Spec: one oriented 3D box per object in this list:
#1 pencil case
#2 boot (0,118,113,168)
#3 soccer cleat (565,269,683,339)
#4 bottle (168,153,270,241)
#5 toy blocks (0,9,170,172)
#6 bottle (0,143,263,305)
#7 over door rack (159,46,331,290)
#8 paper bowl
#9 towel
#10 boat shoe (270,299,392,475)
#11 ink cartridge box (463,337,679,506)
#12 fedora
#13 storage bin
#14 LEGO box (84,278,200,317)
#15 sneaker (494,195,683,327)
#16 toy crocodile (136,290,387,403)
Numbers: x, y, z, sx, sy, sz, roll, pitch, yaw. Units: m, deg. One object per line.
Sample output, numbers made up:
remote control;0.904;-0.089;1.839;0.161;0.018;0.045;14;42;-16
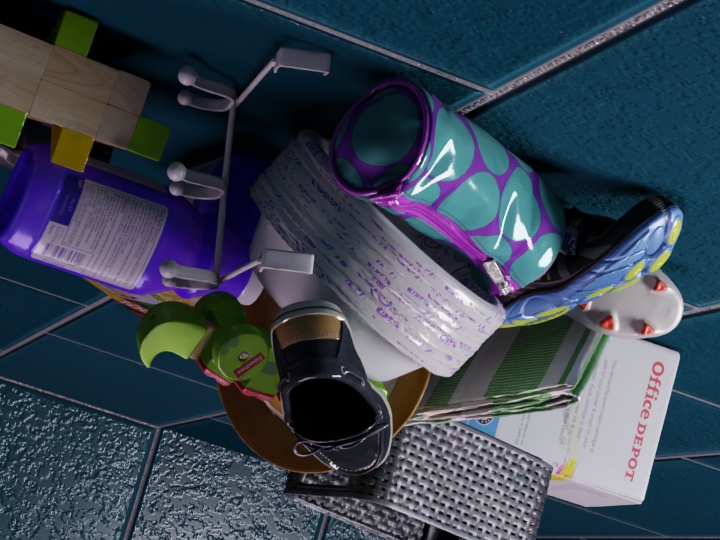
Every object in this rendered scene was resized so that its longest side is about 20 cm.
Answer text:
pencil case;0.063;-0.052;1.418;0.085;0.093;0.200;-15;152;30
boot;-0.263;-0.092;1.635;0.131;0.070;0.200;17;-178;-6
soccer cleat;0.155;0.002;1.645;0.200;0.069;0.078;15;-172;-2
bottle;-0.126;-0.043;1.697;0.065;0.084;0.200;23;165;-22
toy blocks;-0.244;-0.138;1.476;0.200;0.100;0.137;20;179;-28
bottle;-0.163;-0.026;1.538;0.200;0.084;0.065;19;-162;-25
over door rack;-0.090;-0.067;1.425;0.066;0.148;0.200;7;173;-24
paper bowl;0.000;0.000;1.511;0.201;0.104;0.201;44;-173;-7
towel;0.096;0.082;1.667;0.200;0.023;0.153;-13;-160;25
boat shoe;-0.020;0.096;1.447;0.074;0.062;0.200;-11;146;4
ink cartridge box;0.165;0.121;1.945;0.200;0.147;0.146;19;167;-12
fedora;-0.042;0.056;1.634;0.200;0.201;0.082;9;162;29
storage bin;0.051;0.180;1.804;0.200;0.094;0.135;25;162;-35
LEGO box;-0.175;-0.004;1.983;0.149;0.077;0.200;12;167;20
sneaker;0.150;-0.016;1.520;0.071;0.083;0.200;-11;171;-37
toy crocodile;-0.067;0.066;1.505;0.200;0.062;0.068;20;-163;-33
